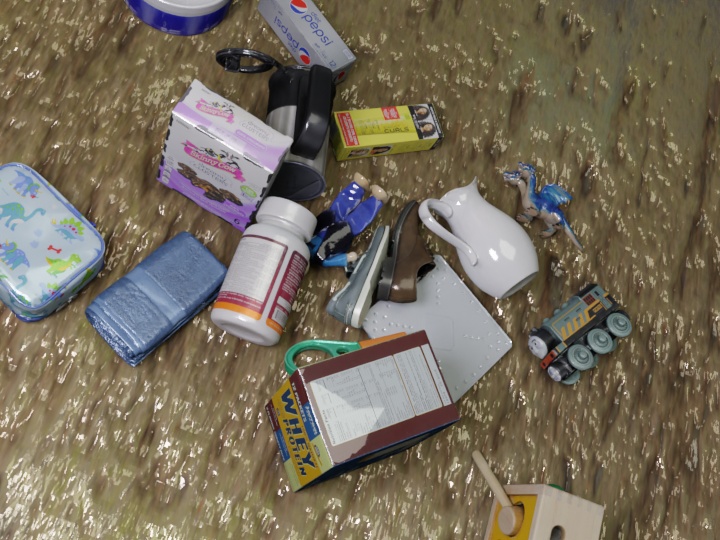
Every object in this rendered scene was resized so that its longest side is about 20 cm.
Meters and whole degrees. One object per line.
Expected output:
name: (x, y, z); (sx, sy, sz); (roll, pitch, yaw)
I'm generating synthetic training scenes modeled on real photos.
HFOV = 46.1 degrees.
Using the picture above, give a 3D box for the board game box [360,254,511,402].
board game box: (0.123, 0.104, 1.383); (0.199, 0.026, 0.201); (-37, 84, -30)

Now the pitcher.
pitcher: (0.195, -0.049, 1.416); (0.170, 0.121, 0.201); (-20, 70, -44)

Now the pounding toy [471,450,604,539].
pounding toy: (0.238, 0.378, 1.236); (0.141, 0.184, 0.202); (21, 71, -11)

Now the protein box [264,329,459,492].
protein box: (-0.004, 0.201, 1.194); (0.198, 0.199, 0.136); (-14, 73, -25)

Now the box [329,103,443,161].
box: (0.044, -0.245, 1.487); (0.197, 0.050, 0.076); (-9, 72, -24)

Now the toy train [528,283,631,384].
toy train: (0.376, 0.108, 1.451); (0.199, 0.086, 0.114); (-32, 70, -27)

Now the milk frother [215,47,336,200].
milk frother: (-0.142, -0.243, 1.353); (0.197, 0.181, 0.191); (6, 64, -4)

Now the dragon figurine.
dragon figurine: (0.345, -0.118, 1.543); (0.198, 0.059, 0.100); (30, 61, -5)

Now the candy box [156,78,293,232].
candy box: (-0.209, -0.166, 1.271); (0.166, 0.200, 0.072); (31, 60, -5)

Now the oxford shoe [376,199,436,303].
oxford shoe: (0.085, -0.027, 1.385); (0.083, 0.073, 0.202); (12, 58, 4)

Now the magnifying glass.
magnifying glass: (-0.020, 0.124, 1.293); (0.197, 0.023, 0.080); (-10, 36, -18)

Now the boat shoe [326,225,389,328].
boat shoe: (0.000, 0.000, 1.355); (0.061, 0.073, 0.202); (14, 54, 10)

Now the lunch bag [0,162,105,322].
lunch bag: (-0.467, -0.042, 1.188); (0.200, 0.083, 0.161); (43, 61, 1)

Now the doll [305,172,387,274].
doll: (-0.049, -0.066, 1.363); (0.136, 0.049, 0.200); (35, 74, 23)

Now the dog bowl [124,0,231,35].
dog bowl: (-0.311, -0.508, 1.448); (0.197, 0.079, 0.203); (8, 66, -18)

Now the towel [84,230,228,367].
towel: (-0.296, 0.037, 1.240); (0.112, 0.049, 0.200); (45, 61, 3)

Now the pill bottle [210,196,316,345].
pill bottle: (-0.139, 0.000, 1.262); (0.108, 0.110, 0.202); (23, 72, -10)

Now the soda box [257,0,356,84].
soda box: (-0.097, -0.420, 1.498); (0.063, 0.068, 0.201); (-34, 82, -28)
